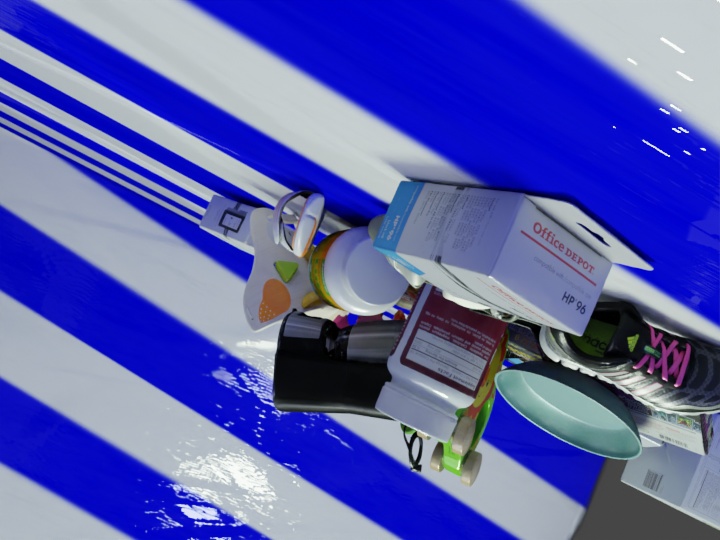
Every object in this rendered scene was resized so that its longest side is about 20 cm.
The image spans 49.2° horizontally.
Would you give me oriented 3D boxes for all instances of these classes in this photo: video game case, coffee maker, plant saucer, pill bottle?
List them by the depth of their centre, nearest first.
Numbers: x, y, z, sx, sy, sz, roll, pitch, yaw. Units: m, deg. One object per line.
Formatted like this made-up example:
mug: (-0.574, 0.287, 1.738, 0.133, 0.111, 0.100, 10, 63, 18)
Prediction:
pill bottle: (0.101, 0.090, 0.927, 0.113, 0.202, 0.114, 25, 175, 2)
video game case: (0.319, 0.139, 0.951, 0.198, 0.036, 0.182, 18, 154, 36)
plant saucer: (0.266, 0.170, 0.995, 0.198, 0.036, 0.200, 30, 160, 12)
pill bottle: (0.000, 0.000, 1.020, 0.110, 0.112, 0.200, 27, 175, -12)
coffee maker: (-0.013, 0.153, 1.048, 0.197, 0.194, 0.135, 1, 152, 16)

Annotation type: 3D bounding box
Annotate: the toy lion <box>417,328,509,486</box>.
toy lion: (0.151, 0.165, 1.051, 0.068, 0.193, 0.201, 19, 154, 24)

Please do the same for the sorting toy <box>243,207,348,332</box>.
sorting toy: (-0.100, -0.008, 1.198, 0.199, 0.106, 0.182, 5, -121, -60)

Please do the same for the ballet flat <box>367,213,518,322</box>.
ballet flat: (0.084, -0.004, 0.807, 0.198, 0.064, 0.068, 21, 139, 22)

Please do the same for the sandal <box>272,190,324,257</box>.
sandal: (-0.085, -0.061, 1.016, 0.059, 0.080, 0.207, 23, 177, -1)

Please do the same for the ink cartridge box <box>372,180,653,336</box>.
ink cartridge box: (0.113, -0.011, 0.625, 0.115, 0.069, 0.199, 29, 174, -32)

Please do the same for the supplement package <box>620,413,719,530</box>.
supplement package: (0.553, 0.317, 1.230, 0.198, 0.152, 0.152, 27, 174, -15)

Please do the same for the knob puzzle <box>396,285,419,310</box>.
knob puzzle: (0.058, 0.019, 1.238, 0.217, 0.031, 0.220, 25, -170, -4)

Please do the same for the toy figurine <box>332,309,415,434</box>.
toy figurine: (0.041, 0.115, 1.196, 0.183, 0.202, 0.150, 31, 153, -10)

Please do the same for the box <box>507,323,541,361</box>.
box: (0.296, 0.121, 1.123, 0.198, 0.049, 0.158, 23, 174, 25)

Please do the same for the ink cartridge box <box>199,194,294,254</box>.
ink cartridge box: (-0.183, -0.065, 1.400, 0.199, 0.069, 0.116, 21, 173, 46)

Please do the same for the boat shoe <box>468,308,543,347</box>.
boat shoe: (0.212, 0.057, 0.857, 0.199, 0.064, 0.074, 25, 172, -5)

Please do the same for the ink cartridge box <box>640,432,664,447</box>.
ink cartridge box: (0.344, 0.200, 1.160, 0.198, 0.041, 0.200, 23, 174, 17)

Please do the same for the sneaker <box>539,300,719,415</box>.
sneaker: (0.262, 0.078, 0.741, 0.198, 0.074, 0.087, 20, 167, 24)

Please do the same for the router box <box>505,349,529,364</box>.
router box: (0.349, 0.169, 1.298, 0.198, 0.052, 0.149, 26, 173, 0)
